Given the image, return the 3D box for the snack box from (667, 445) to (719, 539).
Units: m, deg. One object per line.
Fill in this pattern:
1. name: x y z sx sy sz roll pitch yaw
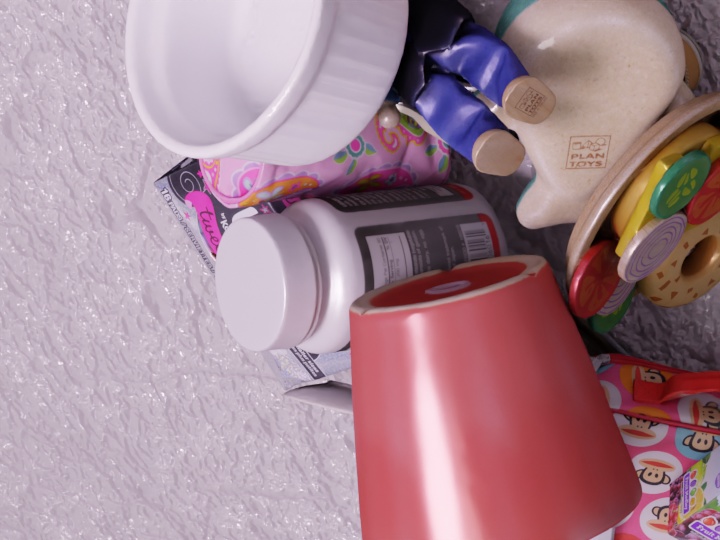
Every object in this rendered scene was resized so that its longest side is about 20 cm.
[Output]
1. snack box: 0.343 0.181 1.558 0.199 0.053 0.142 27 133 -18

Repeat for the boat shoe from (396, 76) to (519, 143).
1. boat shoe: 0.035 -0.146 1.581 0.201 0.074 0.063 25 119 27

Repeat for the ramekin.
1. ramekin: -0.060 -0.165 1.445 0.200 0.097 0.202 -13 71 44

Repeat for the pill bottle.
1. pill bottle: 0.000 0.000 1.582 0.114 0.199 0.115 14 107 53

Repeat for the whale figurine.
1. whale figurine: 0.149 -0.121 1.482 0.158 0.104 0.201 -4 132 -5

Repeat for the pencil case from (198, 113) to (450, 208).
1. pencil case: -0.023 -0.094 1.605 0.087 0.199 0.088 11 104 49

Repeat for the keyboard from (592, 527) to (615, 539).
1. keyboard: 0.163 0.211 1.637 0.056 0.011 0.201 10 130 10

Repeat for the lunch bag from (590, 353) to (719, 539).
1. lunch bag: 0.239 0.141 1.623 0.199 0.082 0.177 13 130 -6

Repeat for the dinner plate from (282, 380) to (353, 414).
1. dinner plate: 0.036 0.113 1.729 0.199 0.200 0.024 13 86 27

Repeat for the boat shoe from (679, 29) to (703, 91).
1. boat shoe: 0.152 -0.132 1.566 0.199 0.062 0.075 -6 116 37

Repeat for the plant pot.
1. plant pot: 0.080 0.092 1.482 0.199 0.200 0.179 -8 99 36

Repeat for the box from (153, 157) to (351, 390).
1. box: -0.043 -0.029 1.702 0.114 0.132 0.201 -22 104 47

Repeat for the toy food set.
1. toy food set: 0.215 -0.039 1.493 0.049 0.197 0.201 44 135 25

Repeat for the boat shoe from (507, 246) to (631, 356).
1. boat shoe: 0.160 0.050 1.669 0.065 0.074 0.202 -35 100 35

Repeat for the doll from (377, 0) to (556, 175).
1. doll: 0.052 -0.148 1.431 0.200 0.048 0.137 46 112 42
